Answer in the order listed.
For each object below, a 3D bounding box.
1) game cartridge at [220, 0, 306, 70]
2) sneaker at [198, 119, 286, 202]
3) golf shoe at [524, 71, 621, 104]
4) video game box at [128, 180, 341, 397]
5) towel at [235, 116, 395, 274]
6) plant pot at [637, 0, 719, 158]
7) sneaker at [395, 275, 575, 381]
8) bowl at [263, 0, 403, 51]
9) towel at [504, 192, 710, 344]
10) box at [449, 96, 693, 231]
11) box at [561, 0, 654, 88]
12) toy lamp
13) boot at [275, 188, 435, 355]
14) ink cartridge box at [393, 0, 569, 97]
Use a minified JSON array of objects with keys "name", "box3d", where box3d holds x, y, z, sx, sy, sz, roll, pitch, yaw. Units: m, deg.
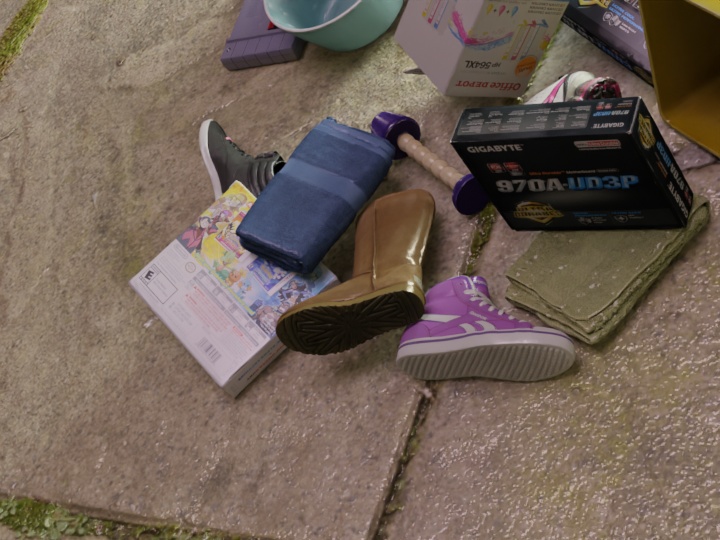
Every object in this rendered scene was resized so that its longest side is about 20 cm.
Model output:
[{"name":"game cartridge","box3d":[-0.116,-0.377,1.936,0.129,0.038,0.201,-7,52,34]},{"name":"sneaker","box3d":[-0.142,-0.133,1.730,0.099,0.071,0.200,-27,51,9]},{"name":"golf shoe","box3d":[0.201,-0.147,1.517,0.200,0.073,0.092,-43,37,-19]},{"name":"video game box","box3d":[-0.146,0.018,1.588,0.182,0.047,0.200,-44,60,-3]},{"name":"towel","box3d":[-0.050,-0.086,1.569,0.111,0.049,0.200,24,61,23]},{"name":"plant pot","box3d":[0.420,-0.230,1.363,0.176,0.200,0.200,-33,43,-10]},{"name":"sneaker","box3d":[0.134,0.050,1.394,0.200,0.073,0.115,-1,53,33]},{"name":"bowl","box3d":[-0.019,-0.373,1.807,0.200,0.105,0.201,-18,54,27]},{"name":"towel","box3d":[0.253,-0.021,1.401,0.200,0.037,0.148,-48,44,-8]},{"name":"box","box3d":[0.212,-0.102,1.353,0.199,0.159,0.046,1,57,35]},{"name":"box","box3d":[0.345,-0.327,1.542,0.199,0.050,0.200,-47,54,4]},{"name":"toy lamp","box3d":[0.077,-0.131,1.593,0.058,0.058,0.200,-41,45,-3]},{"name":"boot","box3d":[0.000,0.000,1.499,0.175,0.066,0.200,-12,34,12]},{"name":"ink cartridge box","box3d":[0.142,-0.297,1.579,0.125,0.128,0.200,55,135,38]}]
